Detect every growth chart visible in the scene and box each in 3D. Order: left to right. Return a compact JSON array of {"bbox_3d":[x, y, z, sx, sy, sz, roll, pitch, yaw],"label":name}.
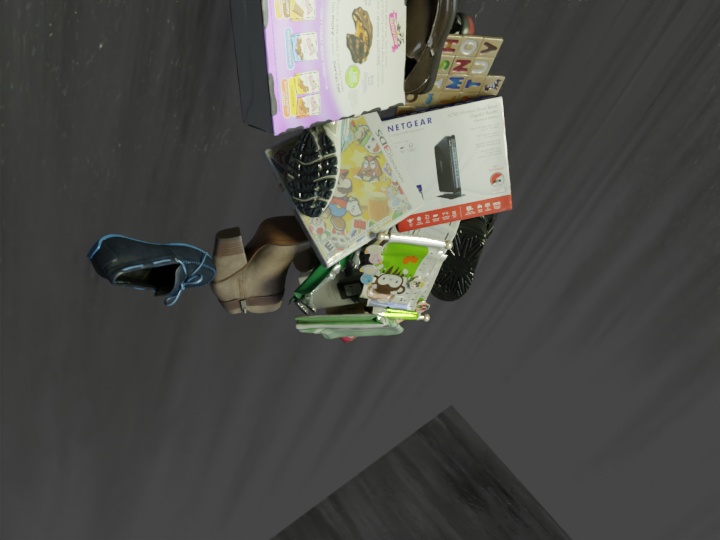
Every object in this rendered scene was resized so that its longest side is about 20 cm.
[{"bbox_3d":[0.064,0.015,0.894,0.141,0.018,0.203,-1,136,-13],"label":"growth chart"}]

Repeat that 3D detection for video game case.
[{"bbox_3d":[-0.019,-0.132,0.832,0.198,0.185,0.023,-32,-175,-26],"label":"video game case"}]

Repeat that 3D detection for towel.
[{"bbox_3d":[-0.013,0.094,0.928,0.148,0.024,0.200,-4,168,10],"label":"towel"}]

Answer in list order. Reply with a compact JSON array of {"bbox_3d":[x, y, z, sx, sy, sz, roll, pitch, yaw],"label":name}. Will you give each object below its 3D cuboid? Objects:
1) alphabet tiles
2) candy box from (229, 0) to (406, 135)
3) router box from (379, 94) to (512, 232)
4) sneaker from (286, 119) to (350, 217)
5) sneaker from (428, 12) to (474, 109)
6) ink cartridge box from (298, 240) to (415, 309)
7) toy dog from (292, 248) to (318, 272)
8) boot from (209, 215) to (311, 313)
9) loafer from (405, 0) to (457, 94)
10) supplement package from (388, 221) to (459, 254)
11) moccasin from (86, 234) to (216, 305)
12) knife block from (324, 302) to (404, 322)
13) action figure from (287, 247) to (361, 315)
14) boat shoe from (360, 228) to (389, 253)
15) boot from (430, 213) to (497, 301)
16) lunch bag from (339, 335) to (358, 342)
[{"bbox_3d":[0.143,-0.285,0.897,0.162,0.008,0.201,-2,150,-14],"label":"alphabet tiles"},{"bbox_3d":[-0.039,-0.259,0.629,0.197,0.071,0.172,-23,124,-35],"label":"candy box"},{"bbox_3d":[0.139,-0.173,0.924,0.195,0.049,0.184,-12,109,1],"label":"router box"},{"bbox_3d":[-0.043,-0.173,0.766,0.086,0.076,0.206,-13,113,-65],"label":"sneaker"},{"bbox_3d":[0.164,-0.326,0.914,0.095,0.072,0.202,-9,149,-7],"label":"sneaker"},{"bbox_3d":[0.000,0.000,0.993,0.195,0.117,0.068,-10,115,11],"label":"ink cartridge box"},{"bbox_3d":[-0.068,-0.100,0.926,0.131,0.095,0.204,12,106,-57],"label":"toy dog"},{"bbox_3d":[-0.139,-0.002,0.882,0.194,0.071,0.149,-4,127,-3],"label":"boot"},{"bbox_3d":[0.074,-0.314,0.745,0.070,0.073,0.203,-29,146,-24],"label":"loafer"},{"bbox_3d":[0.125,-0.091,1.101,0.158,0.109,0.201,-66,177,39],"label":"supplement package"},{"bbox_3d":[-0.268,0.009,0.756,0.081,0.068,0.198,-50,154,20],"label":"moccasin"},{"bbox_3d":[0.003,0.033,1.084,0.176,0.195,0.065,-59,138,-55],"label":"knife block"},{"bbox_3d":[-0.032,-0.023,0.872,0.201,0.055,0.118,-53,-166,-19],"label":"action figure"},{"bbox_3d":[0.027,-0.116,1.017,0.202,0.070,0.067,-58,147,-38],"label":"boat shoe"},{"bbox_3d":[0.212,-0.054,1.134,0.159,0.078,0.214,-62,176,-50],"label":"boot"},{"bbox_3d":[0.015,0.057,1.249,0.201,0.082,0.176,-49,-179,8],"label":"lunch bag"}]
